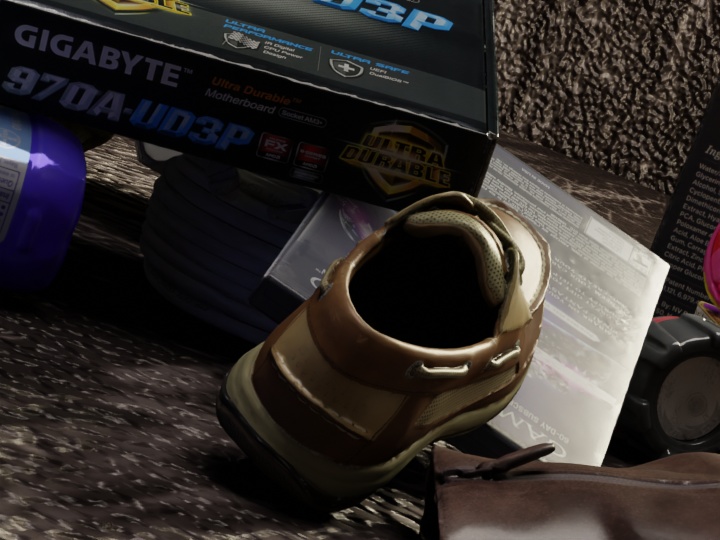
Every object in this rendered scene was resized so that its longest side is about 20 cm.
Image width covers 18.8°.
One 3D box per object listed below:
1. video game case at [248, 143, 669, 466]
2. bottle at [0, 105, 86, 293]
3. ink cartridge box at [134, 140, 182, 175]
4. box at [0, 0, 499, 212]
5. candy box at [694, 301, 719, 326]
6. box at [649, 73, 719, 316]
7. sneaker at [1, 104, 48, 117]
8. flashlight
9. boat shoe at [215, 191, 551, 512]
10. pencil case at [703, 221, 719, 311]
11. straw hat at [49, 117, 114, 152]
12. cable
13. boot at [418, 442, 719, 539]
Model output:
[{"bbox_3d":[0.047,0.005,0.863,0.143,0.019,0.200,35,31,-1],"label":"video game case"},{"bbox_3d":[-0.204,-0.050,0.807,0.200,0.065,0.084,18,12,-17],"label":"bottle"},{"bbox_3d":[-0.021,-0.088,1.124,0.146,0.083,0.200,-12,-11,12],"label":"ink cartridge box"},{"bbox_3d":[-0.045,-0.097,0.883,0.200,0.046,0.159,15,30,-6],"label":"box"},{"bbox_3d":[0.226,0.074,1.077,0.116,0.057,0.200,20,9,-2],"label":"candy box"},{"bbox_3d":[0.268,-0.021,1.301,0.117,0.200,0.197,24,9,27],"label":"box"},{"bbox_3d":[-0.213,-0.098,1.025,0.146,0.077,0.202,9,18,-4],"label":"sneaker"},{"bbox_3d":[0.116,0.033,1.040,0.068,0.068,0.200,15,10,-23],"label":"flashlight"},{"bbox_3d":[0.027,0.014,0.737,0.076,0.074,0.200,39,29,5],"label":"boat shoe"},{"bbox_3d":[0.276,0.011,1.143,0.200,0.089,0.088,18,8,-31],"label":"pencil case"},{"bbox_3d":[-0.167,-0.103,1.144,0.201,0.201,0.085,14,54,-37],"label":"straw hat"},{"bbox_3d":[0.000,0.000,0.974,0.200,0.069,0.200,18,7,-17],"label":"cable"},{"bbox_3d":[0.103,0.102,0.632,0.166,0.073,0.200,7,11,-6],"label":"boot"}]
